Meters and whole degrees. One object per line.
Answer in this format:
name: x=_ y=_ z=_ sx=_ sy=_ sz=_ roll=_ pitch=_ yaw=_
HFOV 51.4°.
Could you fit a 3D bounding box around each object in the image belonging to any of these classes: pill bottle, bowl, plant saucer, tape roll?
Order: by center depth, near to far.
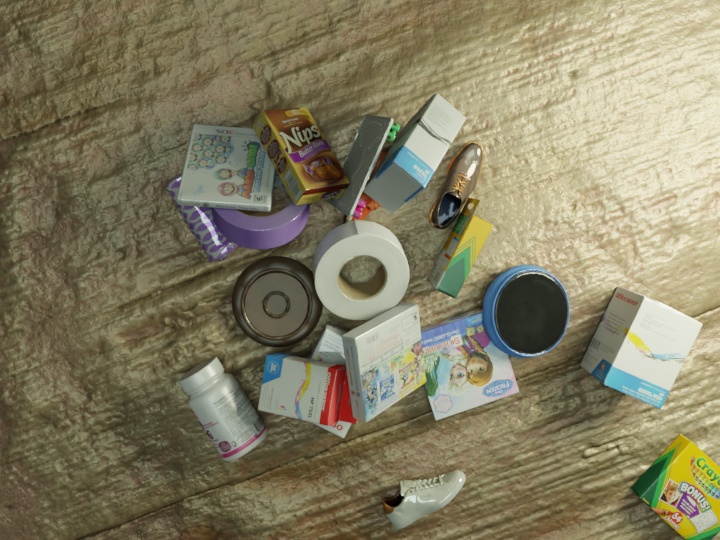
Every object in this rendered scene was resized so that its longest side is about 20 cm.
tape roll: x=-0.202 y=-0.143 z=1.509 sx=0.198 sy=0.066 sz=0.202 roll=2 pitch=56 yaw=-3
tape roll: x=0.000 y=0.000 z=1.559 sx=0.200 sy=0.071 sz=0.204 roll=-3 pitch=118 yaw=-6
pill bottle: x=-0.296 y=0.293 z=1.597 sx=0.113 sy=0.113 sz=0.201 roll=-31 pitch=97 yaw=2
bowl: x=0.361 y=0.089 z=1.611 sx=0.199 sy=0.039 sz=0.203 roll=-1 pitch=93 yaw=-16
plant saucer: x=-0.180 y=0.071 z=1.614 sx=0.198 sy=0.032 sz=0.202 roll=0 pitch=99 yaw=-3

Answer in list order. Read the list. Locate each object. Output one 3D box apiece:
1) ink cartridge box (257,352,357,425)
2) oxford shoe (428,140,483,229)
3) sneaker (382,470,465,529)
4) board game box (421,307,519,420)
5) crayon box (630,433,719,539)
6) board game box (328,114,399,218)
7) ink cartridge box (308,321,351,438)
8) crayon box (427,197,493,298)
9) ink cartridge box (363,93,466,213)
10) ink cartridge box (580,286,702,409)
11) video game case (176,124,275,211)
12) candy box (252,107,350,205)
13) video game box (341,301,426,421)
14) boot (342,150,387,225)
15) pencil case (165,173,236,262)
ink cartridge box: x=-0.100 y=0.245 z=1.528 sx=0.198 sy=0.067 sz=0.117 roll=8 pitch=90 yaw=17
oxford shoe: x=0.210 y=-0.177 z=1.574 sx=0.071 sy=0.073 sz=0.202 roll=22 pitch=96 yaw=-5
sneaker: x=0.138 y=0.492 z=1.662 sx=0.199 sy=0.073 sz=0.085 roll=-34 pitch=100 yaw=4
board game box: x=0.225 y=0.203 z=1.643 sx=0.198 sy=0.041 sz=0.201 roll=-19 pitch=98 yaw=1
crayon box: x=0.749 y=0.505 z=1.698 sx=0.200 sy=0.058 sz=0.173 roll=41 pitch=94 yaw=-7
board game box: x=0.004 y=-0.211 z=1.500 sx=0.026 sy=0.200 sz=0.201 roll=22 pitch=97 yaw=-18
ink cartridge box: x=-0.054 y=0.236 z=1.613 sx=0.144 sy=0.084 sz=0.201 roll=26 pitch=96 yaw=-3
crayon box: x=0.213 y=-0.049 z=1.565 sx=0.051 sy=0.126 sz=0.201 roll=25 pitch=96 yaw=-6
ink cartridge box: x=0.107 y=-0.231 z=1.486 sx=0.083 sy=0.145 sz=0.201 roll=36 pitch=62 yaw=-9
ink cartridge box: x=0.596 y=0.159 z=1.600 sx=0.144 sy=0.147 sz=0.201 roll=23 pitch=97 yaw=-5
video game case: x=-0.260 y=-0.207 z=1.493 sx=0.180 sy=0.024 sz=0.202 roll=4 pitch=57 yaw=-2
candy box: x=-0.119 y=-0.232 z=1.494 sx=0.116 sy=0.057 sz=0.201 roll=-14 pitch=65 yaw=-40
video game box: x=0.053 y=0.184 z=1.536 sx=0.199 sy=0.047 sz=0.184 roll=-24 pitch=112 yaw=-43
boot: x=0.031 y=-0.151 z=1.573 sx=0.107 sy=0.075 sz=0.201 roll=24 pitch=95 yaw=-10
pencil case: x=-0.322 y=-0.115 z=1.557 sx=0.085 sy=0.084 sz=0.201 roll=-35 pitch=100 yaw=-24
